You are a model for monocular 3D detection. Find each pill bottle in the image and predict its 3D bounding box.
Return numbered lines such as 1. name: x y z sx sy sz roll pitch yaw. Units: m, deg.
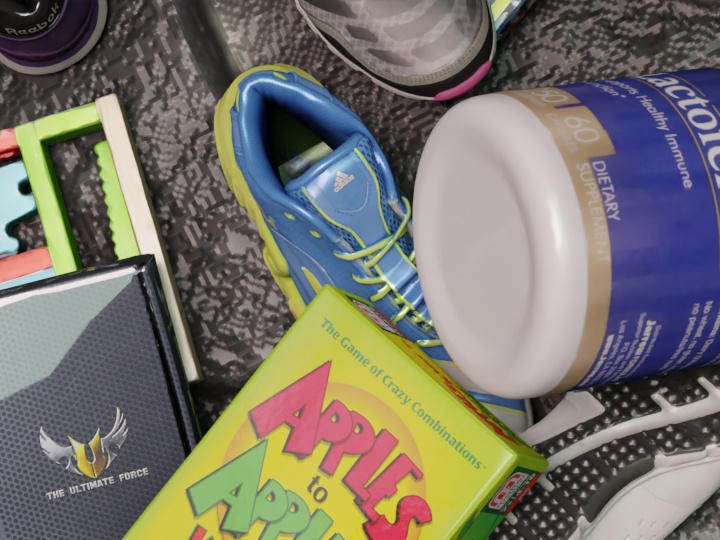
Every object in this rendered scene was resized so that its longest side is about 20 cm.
1. pill bottle: 0.131 -0.021 0.834 0.199 0.116 0.116 -9 82 -25

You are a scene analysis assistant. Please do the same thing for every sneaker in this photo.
1. sneaker: 0.000 0.000 0.873 0.076 0.105 0.200 -37 82 -1
2. sneaker: -0.174 -0.183 0.912 0.076 0.088 0.200 -33 82 -1
3. sneaker: 0.105 0.083 0.883 0.199 0.080 0.074 -29 54 -15
4. sneaker: -0.012 -0.159 0.862 0.074 0.087 0.200 -29 83 1

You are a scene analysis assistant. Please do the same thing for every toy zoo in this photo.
1. toy zoo: -0.181 0.015 0.924 0.199 0.020 0.132 -17 83 1

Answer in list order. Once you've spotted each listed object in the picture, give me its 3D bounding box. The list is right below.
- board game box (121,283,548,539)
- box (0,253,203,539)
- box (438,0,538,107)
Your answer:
1. board game box: -0.033 0.116 0.818 0.102 0.048 0.200 41 97 22
2. box: -0.161 0.093 0.883 0.199 0.051 0.158 -14 96 1
3. box: 0.006 -0.188 0.927 0.200 0.038 0.137 41 88 7
